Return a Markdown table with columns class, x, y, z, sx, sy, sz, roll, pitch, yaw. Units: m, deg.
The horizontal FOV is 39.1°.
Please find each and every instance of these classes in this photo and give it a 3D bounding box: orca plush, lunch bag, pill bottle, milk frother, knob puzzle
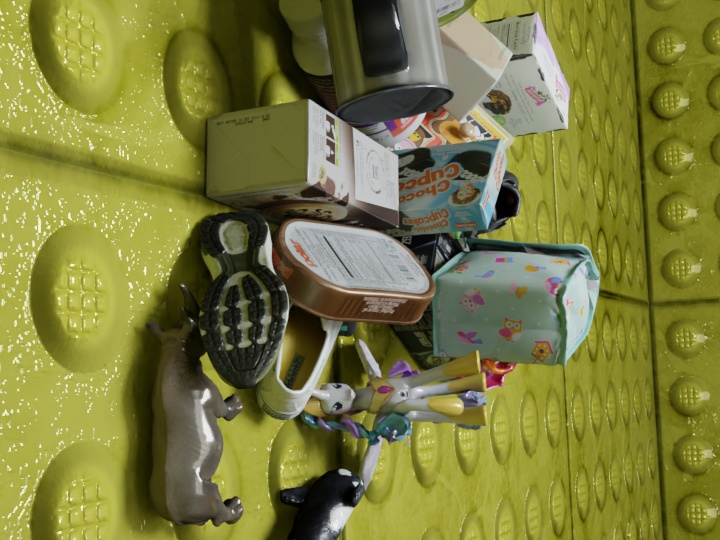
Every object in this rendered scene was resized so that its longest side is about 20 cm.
| class | x | y | z | sx | sy | sz | roll | pitch | yaw |
| --- | --- | --- | --- | --- | --- | --- | --- | --- | --- |
| orca plush | -0.060 | 0.253 | 1.005 | 0.201 | 0.071 | 0.106 | -53 | 177 | -46 |
| lunch bag | 0.190 | 0.028 | 1.215 | 0.200 | 0.168 | 0.124 | -36 | 125 | -60 |
| pill bottle | -0.008 | -0.235 | 1.109 | 0.200 | 0.110 | 0.113 | 51 | 42 | -49 |
| milk frother | -0.032 | -0.238 | 0.943 | 0.180 | 0.197 | 0.192 | 4 | 75 | -67 |
| knob puzzle | 0.079 | -0.179 | 1.237 | 0.216 | 0.031 | 0.223 | 13 | 53 | -18 |

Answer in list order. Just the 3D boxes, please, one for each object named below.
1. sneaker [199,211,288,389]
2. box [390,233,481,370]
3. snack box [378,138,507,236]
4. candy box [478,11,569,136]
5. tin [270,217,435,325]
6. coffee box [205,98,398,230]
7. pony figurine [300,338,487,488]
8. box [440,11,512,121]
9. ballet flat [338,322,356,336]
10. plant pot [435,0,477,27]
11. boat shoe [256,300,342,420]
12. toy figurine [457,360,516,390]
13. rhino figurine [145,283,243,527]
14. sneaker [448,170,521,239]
| class | x | y | z | sx | sy | sz | roll | pitch | yaw |
| --- | --- | --- | --- | --- | --- | --- | --- | --- | --- |
| sneaker | -0.097 | 0.036 | 0.879 | 0.202 | 0.075 | 0.090 | -99 | -178 | -50 |
| box | 0.096 | 0.010 | 1.313 | 0.200 | 0.085 | 0.166 | 53 | 41 | -48 |
| snack box | 0.054 | -0.088 | 1.113 | 0.117 | 0.197 | 0.037 | -68 | 145 | -43 |
| candy box | 0.168 | -0.254 | 1.379 | 0.168 | 0.197 | 0.073 | 49 | 44 | -51 |
| tin | -0.008 | 0.000 | 0.991 | 0.198 | 0.112 | 0.042 | 6 | 124 | -45 |
| coffee box | -0.050 | -0.094 | 0.996 | 0.199 | 0.111 | 0.081 | 19 | 69 | -62 |
| pony figurine | 0.037 | 0.141 | 1.092 | 0.193 | 0.196 | 0.170 | 58 | 27 | -70 |
| box | 0.081 | -0.287 | 1.227 | 0.199 | 0.078 | 0.095 | 40 | 38 | -8 |
| ballet flat | 0.000 | 0.000 | 1.130 | 0.074 | 0.072 | 0.201 | 66 | 32 | -33 |
| plant pot | 0.050 | -0.368 | 1.088 | 0.202 | 0.186 | 0.186 | 62 | 23 | 13 |
| boat shoe | -0.048 | 0.040 | 0.994 | 0.086 | 0.074 | 0.204 | 125 | -12 | -56 |
| toy figurine | 0.199 | 0.106 | 1.412 | 0.150 | 0.185 | 0.200 | 40 | 31 | 0 |
| rhino figurine | -0.140 | 0.112 | 0.836 | 0.087 | 0.059 | 0.204 | 10 | 75 | -66 |
| sneaker | 0.170 | -0.083 | 1.289 | 0.200 | 0.082 | 0.078 | -39 | 121 | -59 |
